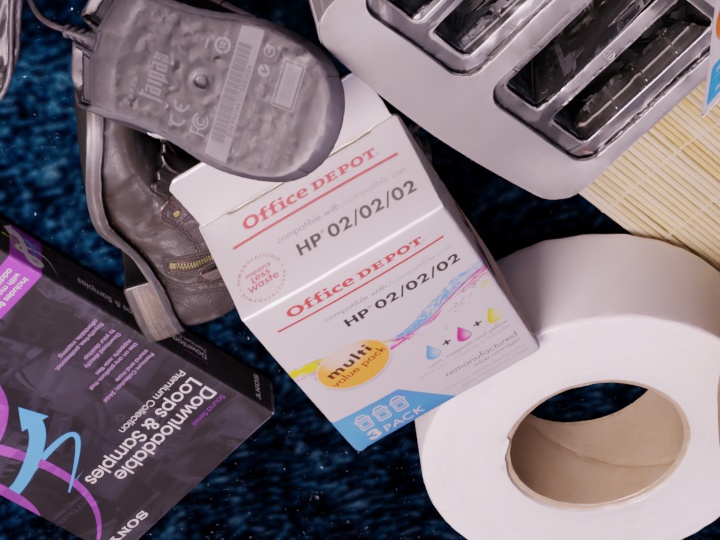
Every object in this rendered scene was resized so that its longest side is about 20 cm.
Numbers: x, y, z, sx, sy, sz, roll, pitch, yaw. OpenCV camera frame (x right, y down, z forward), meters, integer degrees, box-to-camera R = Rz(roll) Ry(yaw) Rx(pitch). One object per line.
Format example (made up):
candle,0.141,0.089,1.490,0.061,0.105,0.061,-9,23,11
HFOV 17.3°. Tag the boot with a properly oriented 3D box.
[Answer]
boot,-0.049,-0.047,1.225,0.173,0.069,0.200,-15,140,2

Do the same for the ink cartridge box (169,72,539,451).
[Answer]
ink cartridge box,0.000,0.000,1.185,0.115,0.068,0.200,-30,144,6

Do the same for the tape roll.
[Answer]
tape roll,0.128,0.075,1.336,0.202,0.071,0.203,-3,133,-3

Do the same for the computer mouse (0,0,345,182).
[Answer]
computer mouse,-0.088,-0.127,1.109,0.199,0.046,0.141,16,100,17

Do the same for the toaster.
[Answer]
toaster,0.075,-0.151,1.122,0.181,0.119,0.200,33,117,-29

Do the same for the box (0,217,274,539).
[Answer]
box,-0.167,0.069,1.314,0.200,0.036,0.143,32,118,-31

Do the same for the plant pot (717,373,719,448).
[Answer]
plant pot,0.257,0.068,1.258,0.200,0.093,0.202,-14,116,-30

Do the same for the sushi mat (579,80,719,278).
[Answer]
sushi mat,0.165,-0.061,1.276,0.200,0.012,0.096,35,117,-31

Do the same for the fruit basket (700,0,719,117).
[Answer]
fruit basket,0.189,-0.188,0.972,0.093,0.201,0.185,26,145,-11
